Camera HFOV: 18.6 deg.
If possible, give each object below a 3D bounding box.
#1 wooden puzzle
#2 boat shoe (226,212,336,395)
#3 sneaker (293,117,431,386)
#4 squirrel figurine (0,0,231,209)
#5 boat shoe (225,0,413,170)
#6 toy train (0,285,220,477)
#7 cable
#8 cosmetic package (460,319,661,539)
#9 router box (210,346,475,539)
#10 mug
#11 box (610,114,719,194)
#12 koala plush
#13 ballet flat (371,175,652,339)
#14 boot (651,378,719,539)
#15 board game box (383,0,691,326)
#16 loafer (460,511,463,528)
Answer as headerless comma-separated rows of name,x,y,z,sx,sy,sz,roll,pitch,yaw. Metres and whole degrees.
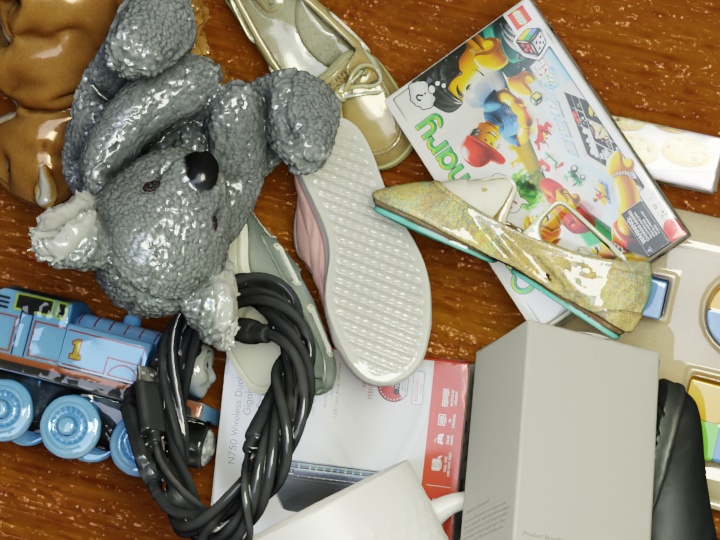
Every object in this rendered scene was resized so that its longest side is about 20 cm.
wooden puzzle,0.220,0.058,1.542,0.184,0.046,0.201,13,91,11
boat shoe,-0.073,0.015,1.569,0.073,0.062,0.200,-52,44,27
sneaker,0.000,0.000,1.549,0.075,0.105,0.201,-14,68,-8
squirrel figurine,-0.195,-0.135,1.581,0.199,0.141,0.188,6,96,13
boat shoe,-0.036,-0.157,1.585,0.073,0.063,0.201,-36,83,8
toy train,-0.195,0.082,1.601,0.199,0.087,0.115,13,85,11
cable,-0.087,0.097,1.471,0.163,0.051,0.200,-42,42,19
cosmetic package,0.131,0.146,1.443,0.107,0.085,0.201,16,64,-20
router box,-0.015,0.156,1.582,0.178,0.049,0.201,5,90,10
mug,0.029,0.227,1.480,0.199,0.148,0.176,-26,87,-8
box,0.159,-0.094,1.560,0.199,0.039,0.042,14,91,11
koala plush,-0.128,-0.043,1.449,0.177,0.201,0.184,29,128,-22
ballet flat,0.106,-0.025,1.478,0.199,0.071,0.071,28,94,8
boot,0.250,0.189,1.502,0.167,0.076,0.201,15,87,-11
board game box,0.122,-0.072,1.525,0.126,0.035,0.201,-35,81,12
loafer,0.139,0.242,1.541,0.070,0.070,0.200,-42,82,7
